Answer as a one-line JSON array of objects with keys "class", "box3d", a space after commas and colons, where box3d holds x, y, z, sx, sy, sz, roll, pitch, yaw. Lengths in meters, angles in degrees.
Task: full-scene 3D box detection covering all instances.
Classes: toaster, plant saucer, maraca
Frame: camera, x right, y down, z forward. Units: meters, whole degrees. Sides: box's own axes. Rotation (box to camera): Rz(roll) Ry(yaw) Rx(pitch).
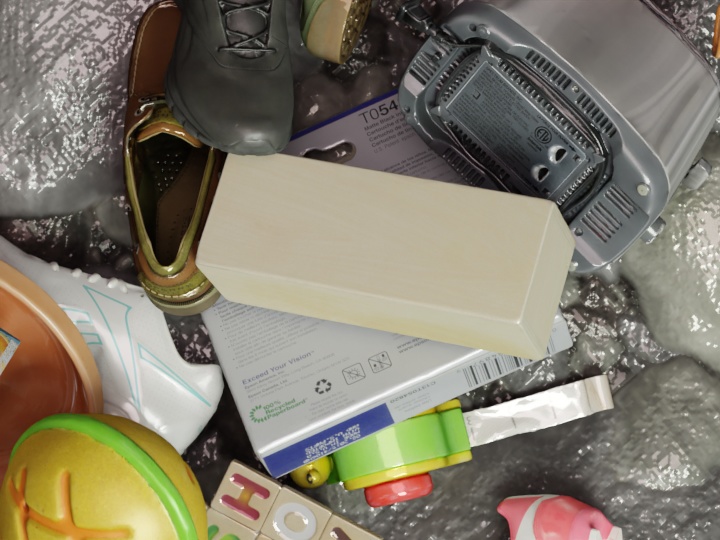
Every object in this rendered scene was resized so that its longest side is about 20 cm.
[{"class": "toaster", "box3d": [0.115, -0.106, 1.630, 0.200, 0.129, 0.114, 42, 133, 3]}, {"class": "plant saucer", "box3d": [-0.243, 0.056, 1.631, 0.199, 0.032, 0.201, 9, 130, 11]}, {"class": "maraca", "box3d": [-0.153, 0.157, 1.595, 0.137, 0.200, 0.107, 44, 50, 12]}]

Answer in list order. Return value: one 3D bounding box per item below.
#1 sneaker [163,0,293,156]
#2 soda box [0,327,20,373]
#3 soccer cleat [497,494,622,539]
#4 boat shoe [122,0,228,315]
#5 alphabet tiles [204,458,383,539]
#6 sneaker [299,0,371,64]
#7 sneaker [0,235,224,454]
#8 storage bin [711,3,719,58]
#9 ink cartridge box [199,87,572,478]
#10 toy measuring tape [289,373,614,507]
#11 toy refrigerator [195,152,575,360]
[{"class": "sneaker", "box3d": [-0.075, -0.154, 1.626, 0.075, 0.091, 0.201, 0, 52, -17]}, {"class": "soda box", "box3d": [-0.272, 0.098, 1.608, 0.063, 0.069, 0.200, 34, 130, -7]}, {"class": "soccer cleat", "box3d": [0.103, 0.232, 1.661, 0.076, 0.067, 0.202, 11, 92, 33]}, {"class": "boat shoe", "box3d": [-0.105, -0.078, 1.654, 0.071, 0.068, 0.201, -8, 69, 5]}, {"class": "alphabet tiles", "box3d": [-0.071, 0.216, 1.648, 0.166, 0.008, 0.201, 27, 111, 3]}, {"class": "sneaker", "box3d": [-0.023, -0.230, 1.689, 0.089, 0.067, 0.202, 15, 87, 10]}, {"class": "sneaker", "box3d": [-0.166, 0.030, 1.675, 0.200, 0.070, 0.080, 44, 83, -4]}, {"class": "storage bin", "box3d": [0.274, -0.099, 1.611, 0.144, 0.200, 0.135, 4, 95, 1]}, {"class": "ink cartridge box", "box3d": [0.000, 0.000, 1.664, 0.199, 0.041, 0.201, -23, 56, 1]}, {"class": "toy measuring tape", "box3d": [0.054, 0.096, 1.660, 0.199, 0.074, 0.074, -14, 86, 1]}, {"class": "toy refrigerator", "box3d": [0.015, -0.009, 1.595, 0.199, 0.070, 0.076, 10, 72, 20]}]
